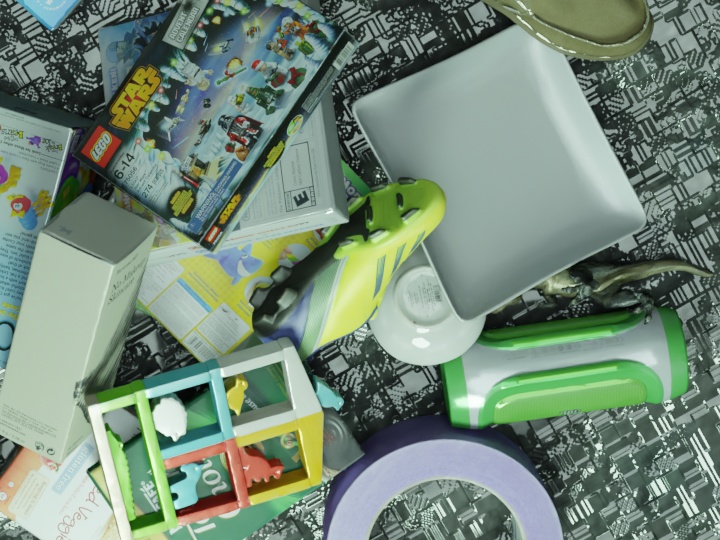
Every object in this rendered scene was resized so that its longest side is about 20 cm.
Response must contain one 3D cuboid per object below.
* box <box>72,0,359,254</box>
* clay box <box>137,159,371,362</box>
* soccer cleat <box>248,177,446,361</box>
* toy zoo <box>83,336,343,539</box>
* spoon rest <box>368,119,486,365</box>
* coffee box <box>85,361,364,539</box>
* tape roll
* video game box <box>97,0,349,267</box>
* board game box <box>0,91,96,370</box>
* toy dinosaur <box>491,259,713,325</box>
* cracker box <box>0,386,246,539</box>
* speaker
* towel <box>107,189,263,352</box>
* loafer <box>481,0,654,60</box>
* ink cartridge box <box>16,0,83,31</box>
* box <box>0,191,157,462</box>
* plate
[{"bbox_3d":[-0.113,-0.132,1.597,0.137,0.040,0.200,34,90,23],"label":"box"},{"bbox_3d":[-0.092,-0.028,1.689,0.200,0.048,0.115,-43,103,4],"label":"clay box"},{"bbox_3d":[0.000,0.000,1.638,0.200,0.065,0.084,-39,126,22],"label":"soccer cleat"},{"bbox_3d":[-0.109,0.131,1.639,0.200,0.020,0.131,-15,116,-12],"label":"toy zoo"},{"bbox_3d":[0.047,-0.021,1.703,0.099,0.061,0.200,-8,85,0],"label":"spoon rest"},{"bbox_3d":[-0.110,0.158,1.697,0.200,0.044,0.123,-33,95,-10],"label":"coffee box"},{"bbox_3d":[0.068,0.229,1.749,0.200,0.085,0.200,0,100,-2],"label":"tape roll"},{"bbox_3d":[-0.111,-0.116,1.638,0.182,0.047,0.200,-11,74,14],"label":"video game box"},{"bbox_3d":[-0.289,-0.035,1.668,0.105,0.103,0.200,18,98,7],"label":"board game box"},{"bbox_3d":[0.202,0.013,1.715,0.200,0.088,0.047,-4,105,-1],"label":"toy dinosaur"},{"bbox_3d":[-0.196,0.192,1.743,0.200,0.058,0.134,35,95,-8],"label":"cracker box"},{"bbox_3d":[0.169,0.081,1.726,0.200,0.088,0.088,-8,100,-1],"label":"speaker"},{"bbox_3d":[-0.122,-0.017,1.729,0.200,0.031,0.149,28,100,-9],"label":"towel"},{"bbox_3d":[0.149,-0.232,1.672,0.200,0.067,0.076,22,80,-6],"label":"loafer"},{"bbox_3d":[-0.283,-0.300,1.648,0.200,0.067,0.116,41,96,-9],"label":"ink cartridge box"},{"bbox_3d":[-0.225,0.046,1.615,0.068,0.082,0.200,26,123,9],"label":"box"},{"bbox_3d":[0.111,-0.083,1.683,0.200,0.032,0.200,-27,90,-23],"label":"plate"}]
